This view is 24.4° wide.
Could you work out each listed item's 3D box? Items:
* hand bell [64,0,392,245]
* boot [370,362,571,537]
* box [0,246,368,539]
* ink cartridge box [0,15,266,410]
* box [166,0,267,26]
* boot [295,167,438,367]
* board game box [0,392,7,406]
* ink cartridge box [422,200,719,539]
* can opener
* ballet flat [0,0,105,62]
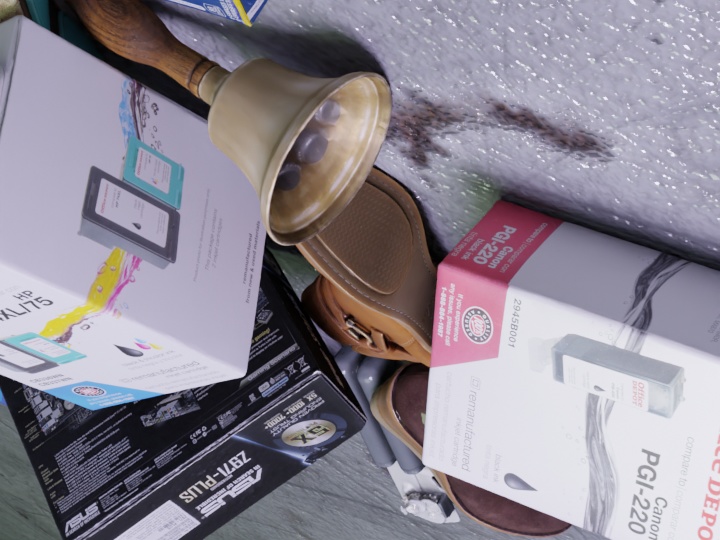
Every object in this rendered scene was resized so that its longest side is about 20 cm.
[{"bbox_3d":[-0.090,-0.111,0.919,0.199,0.104,0.104,35,162,22],"label":"hand bell"},{"bbox_3d":[0.112,0.129,1.184,0.199,0.073,0.166,34,156,-18],"label":"boot"},{"bbox_3d":[-0.123,0.082,1.109,0.164,0.199,0.086,57,-176,35],"label":"box"},{"bbox_3d":[-0.176,-0.025,0.973,0.146,0.147,0.199,-15,149,40],"label":"ink cartridge box"},{"bbox_3d":[-0.085,-0.197,0.705,0.064,0.070,0.200,20,157,28],"label":"box"},{"bbox_3d":[0.000,0.000,1.058,0.199,0.077,0.155,30,164,-23],"label":"boot"},{"bbox_3d":[-0.222,0.021,1.245,0.199,0.041,0.201,20,116,21],"label":"board game box"},{"bbox_3d":[0.141,0.066,0.916,0.199,0.085,0.147,18,126,22],"label":"ink cartridge box"},{"bbox_3d":[0.034,0.129,1.311,0.052,0.067,0.201,7,141,36],"label":"can opener"},{"bbox_3d":[-0.201,-0.142,0.965,0.065,0.071,0.200,-13,147,5],"label":"ballet flat"}]
